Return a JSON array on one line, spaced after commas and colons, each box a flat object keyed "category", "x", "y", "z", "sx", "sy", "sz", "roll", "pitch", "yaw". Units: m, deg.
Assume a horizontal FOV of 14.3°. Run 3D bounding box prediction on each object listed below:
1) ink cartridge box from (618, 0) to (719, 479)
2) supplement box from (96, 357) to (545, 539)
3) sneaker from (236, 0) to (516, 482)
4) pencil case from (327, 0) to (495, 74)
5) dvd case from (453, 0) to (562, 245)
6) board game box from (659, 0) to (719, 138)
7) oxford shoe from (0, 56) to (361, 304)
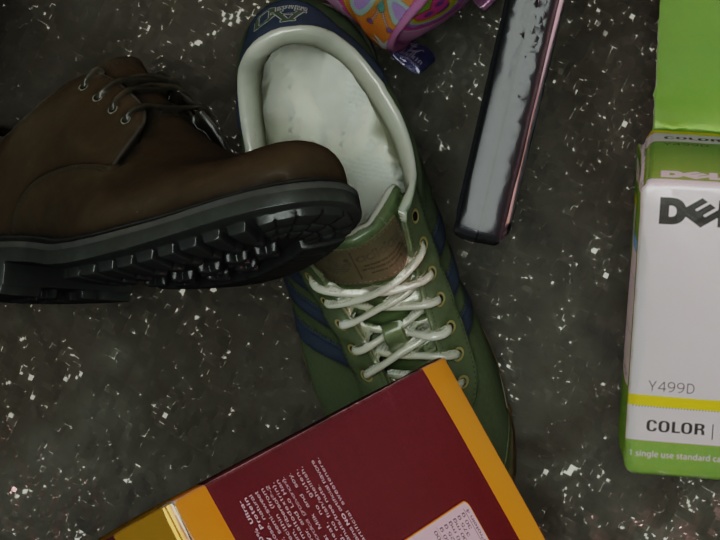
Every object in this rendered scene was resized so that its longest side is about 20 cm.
[{"category": "ink cartridge box", "x": 0.165, "y": -0.034, "z": 0.959, "sx": 0.147, "sy": 0.076, "sz": 0.201, "roll": 3, "pitch": 108, "yaw": 6}, {"category": "supplement box", "x": -0.055, "y": 0.148, "z": 0.919, "sx": 0.197, "sy": 0.200, "sz": 0.133, "roll": -31, "pitch": 86, "yaw": 26}, {"category": "sneaker", "x": 0.000, "y": 0.000, "z": 0.995, "sx": 0.067, "sy": 0.090, "sz": 0.201, "roll": -19, "pitch": 88, "yaw": 5}, {"category": "pencil case", "x": -0.026, "y": -0.166, "z": 1.001, "sx": 0.200, "sy": 0.087, "sz": 0.088, "roll": 43, "pitch": 94, "yaw": 5}, {"category": "dvd case", "x": 0.056, "y": -0.080, "z": 0.933, "sx": 0.017, "sy": 0.200, "sz": 0.144, "roll": 13, "pitch": 92, "yaw": 3}, {"category": "board game box", "x": 0.199, "y": -0.127, "z": 1.007, "sx": 0.199, "sy": 0.032, "sz": 0.121, "roll": -22, "pitch": 83, "yaw": 6}, {"category": "oxford shoe", "x": -0.076, "y": -0.034, "z": 0.970, "sx": 0.199, "sy": 0.072, "sz": 0.085, "roll": -3, "pitch": 83, "yaw": 47}]
